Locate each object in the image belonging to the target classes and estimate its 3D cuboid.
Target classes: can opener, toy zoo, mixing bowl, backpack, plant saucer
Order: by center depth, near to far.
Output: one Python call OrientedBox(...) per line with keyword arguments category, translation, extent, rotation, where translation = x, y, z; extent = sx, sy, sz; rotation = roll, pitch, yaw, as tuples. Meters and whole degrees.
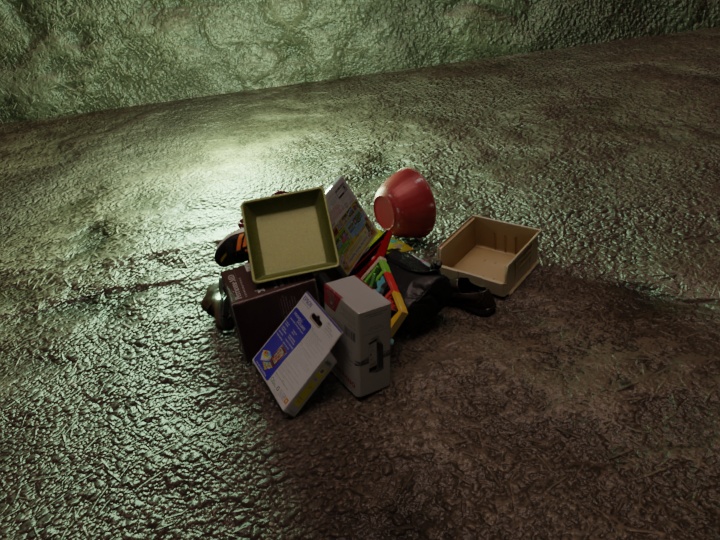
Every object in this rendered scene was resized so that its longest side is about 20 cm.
OrientedBox(category="toy zoo", translation=(0.040, 0.084, 1.491), extent=(0.020, 0.132, 0.202), rotation=(18, 35, -36))
OrientedBox(category="plant saucer", translation=(-0.160, -0.075, 1.532), extent=(0.196, 0.048, 0.203), rotation=(-11, 71, -5))
OrientedBox(category="can opener", translation=(-0.059, 0.087, 1.573), extent=(0.066, 0.053, 0.201), rotation=(10, 37, -48))
OrientedBox(category="backpack", translation=(0.108, 0.041, 1.581), extent=(0.166, 0.127, 0.200), rotation=(-39, 36, -9))
OrientedBox(category="mixing bowl", translation=(0.105, -0.172, 1.860), extent=(0.107, 0.203, 0.199), rotation=(-20, 33, -29))

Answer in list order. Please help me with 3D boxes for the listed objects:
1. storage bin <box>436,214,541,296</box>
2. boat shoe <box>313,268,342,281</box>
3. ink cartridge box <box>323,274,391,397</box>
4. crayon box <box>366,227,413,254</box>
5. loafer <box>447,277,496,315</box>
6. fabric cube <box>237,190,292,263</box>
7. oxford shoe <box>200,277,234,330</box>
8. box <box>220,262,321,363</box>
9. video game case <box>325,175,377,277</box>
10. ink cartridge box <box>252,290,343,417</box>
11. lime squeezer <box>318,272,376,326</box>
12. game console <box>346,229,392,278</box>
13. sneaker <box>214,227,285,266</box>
OrientedBox(category="storage bin", translation=(0.323, -0.039, 1.701), extent=(0.198, 0.095, 0.198), rotation=(17, 40, 35))
OrientedBox(category="boat shoe", translation=(-0.063, -0.012, 1.710), extent=(0.064, 0.073, 0.200), rotation=(-21, 22, 42))
OrientedBox(category="ink cartridge box", translation=(-0.007, 0.135, 1.401), extent=(0.082, 0.203, 0.146), rotation=(-16, 31, -28))
OrientedBox(category="crayon box", translation=(0.035, -0.063, 1.825), extent=(0.125, 0.052, 0.199), rotation=(-10, 27, -34))
OrientedBox(category="loafer", translation=(0.235, 0.042, 1.614), extent=(0.198, 0.072, 0.073), rotation=(16, 39, 34))
OrientedBox(category="fabric cube", translation=(-0.176, -0.071, 1.780), extent=(0.197, 0.202, 0.196), rotation=(11, 37, 28))
OrientedBox(category="oxford shoe", translation=(-0.358, 0.096, 1.696), extent=(0.083, 0.073, 0.201), rotation=(-27, 30, 3))
OrientedBox(category="box", translation=(-0.203, 0.079, 1.576), extent=(0.197, 0.167, 0.166), rotation=(-17, 32, -13))
OrientedBox(category="video game case", translation=(-0.046, -0.113, 1.691), extent=(0.023, 0.183, 0.201), rotation=(-18, 25, 37))
OrientedBox(category="ink cartridge box", translation=(-0.127, 0.172, 1.429), extent=(0.201, 0.047, 0.198), rotation=(-49, 37, 1))
OrientedBox(category="lime squeezer", translation=(-0.024, 0.095, 1.505), extent=(0.199, 0.038, 0.071), rotation=(-40, 57, 2))
OrientedBox(category="game console", translation=(0.000, 0.000, 1.663), extent=(0.200, 0.031, 0.177), rotation=(-44, 8, 28))
OrientedBox(category="sneaker", translation=(-0.257, -0.055, 1.592), extent=(0.198, 0.070, 0.091), rotation=(-28, 45, 4))
